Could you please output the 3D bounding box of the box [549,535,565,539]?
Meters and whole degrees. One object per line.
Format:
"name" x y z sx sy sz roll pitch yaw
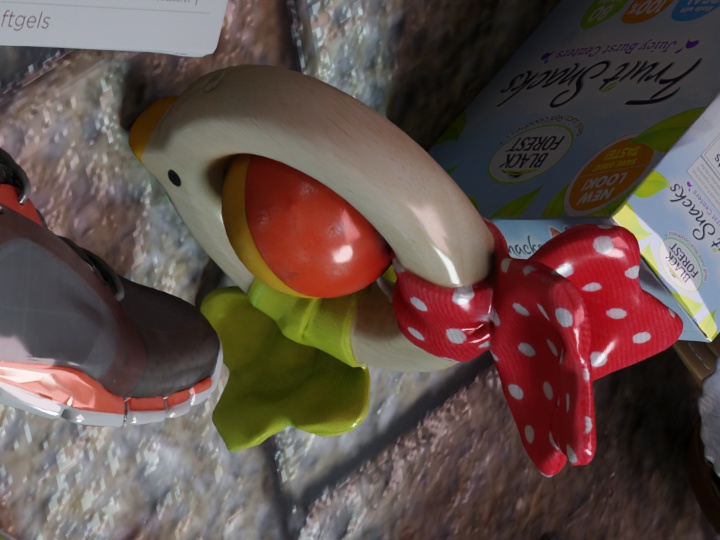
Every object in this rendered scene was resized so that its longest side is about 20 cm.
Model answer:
"box" 0.072 0.237 1.263 0.200 0.114 0.132 -44 138 -25

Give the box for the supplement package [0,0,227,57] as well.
"supplement package" -0.096 -0.172 0.841 0.117 0.117 0.201 -3 112 -48

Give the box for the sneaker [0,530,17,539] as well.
"sneaker" -0.145 0.100 0.967 0.200 0.076 0.076 33 86 -51

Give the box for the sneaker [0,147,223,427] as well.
"sneaker" -0.112 0.000 0.955 0.200 0.077 0.082 8 98 -51

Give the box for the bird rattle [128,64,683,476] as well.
"bird rattle" 0.000 0.000 1.000 0.163 0.200 0.113 47 71 -25

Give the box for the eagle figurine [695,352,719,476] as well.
"eagle figurine" 0.199 0.039 1.142 0.200 0.151 0.151 54 28 -20

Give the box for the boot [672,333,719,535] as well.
"boot" 0.168 0.052 1.288 0.077 0.200 0.155 -37 172 -14

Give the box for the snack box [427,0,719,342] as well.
"snack box" 0.123 -0.068 1.104 0.068 0.168 0.200 48 69 -21
